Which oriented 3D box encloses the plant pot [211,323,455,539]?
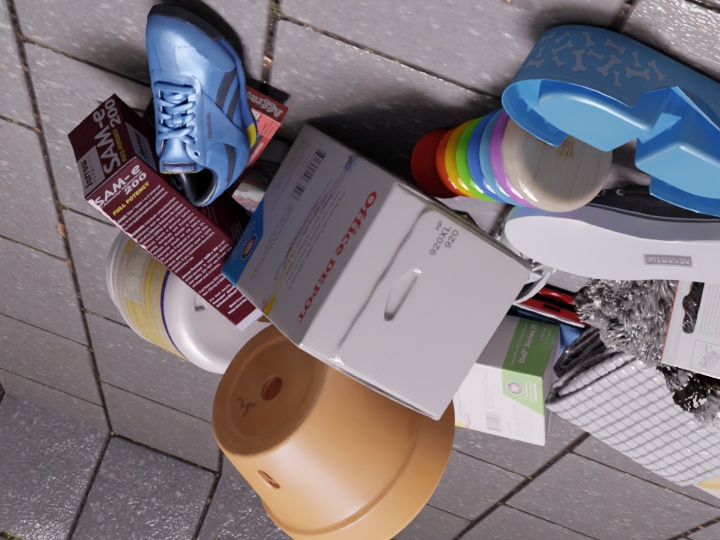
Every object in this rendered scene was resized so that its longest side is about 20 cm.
[{"bbox_3d":[-0.035,0.133,1.611,0.200,0.201,0.140,4,154,46],"label":"plant pot"}]

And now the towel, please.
[{"bbox_3d":[0.283,0.098,1.612,0.165,0.086,0.200,33,144,-14],"label":"towel"}]

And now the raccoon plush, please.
[{"bbox_3d":[0.246,0.025,1.406,0.200,0.097,0.134,40,169,14],"label":"raccoon plush"}]

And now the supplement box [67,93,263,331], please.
[{"bbox_3d":[-0.153,-0.048,1.545,0.200,0.061,0.109,42,-166,-36],"label":"supplement box"}]

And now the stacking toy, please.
[{"bbox_3d":[0.097,-0.085,1.334,0.085,0.086,0.200,28,170,-24],"label":"stacking toy"}]

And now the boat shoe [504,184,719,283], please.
[{"bbox_3d":[0.206,-0.032,1.328,0.199,0.057,0.069,7,145,13],"label":"boat shoe"}]

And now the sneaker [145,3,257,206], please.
[{"bbox_3d":[-0.130,-0.122,1.412,0.066,0.079,0.200,18,153,19],"label":"sneaker"}]

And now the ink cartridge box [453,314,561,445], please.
[{"bbox_3d":[0.087,0.089,1.736,0.199,0.067,0.117,12,144,16],"label":"ink cartridge box"}]

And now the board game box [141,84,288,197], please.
[{"bbox_3d":[-0.133,-0.118,1.541,0.103,0.020,0.200,29,157,-7],"label":"board game box"}]

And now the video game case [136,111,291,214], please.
[{"bbox_3d":[-0.121,-0.087,1.680,0.199,0.023,0.182,12,162,27],"label":"video game case"}]

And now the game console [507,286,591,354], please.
[{"bbox_3d":[0.208,0.064,1.752,0.199,0.031,0.177,19,164,8],"label":"game console"}]

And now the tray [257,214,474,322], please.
[{"bbox_3d":[0.000,0.000,1.619,0.199,0.099,0.037,3,161,25],"label":"tray"}]

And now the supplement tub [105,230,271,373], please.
[{"bbox_3d":[-0.159,0.014,1.805,0.145,0.146,0.200,30,174,-30],"label":"supplement tub"}]

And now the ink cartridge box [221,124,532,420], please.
[{"bbox_3d":[0.009,-0.002,1.453,0.144,0.148,0.200,29,-175,-27],"label":"ink cartridge box"}]

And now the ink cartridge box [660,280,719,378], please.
[{"bbox_3d":[0.335,0.042,1.364,0.199,0.109,0.050,16,-165,19],"label":"ink cartridge box"}]

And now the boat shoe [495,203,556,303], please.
[{"bbox_3d":[0.137,-0.021,1.485,0.072,0.069,0.200,22,164,-4],"label":"boat shoe"}]

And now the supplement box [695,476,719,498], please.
[{"bbox_3d":[0.381,0.184,1.844,0.200,0.074,0.126,28,163,-29],"label":"supplement box"}]

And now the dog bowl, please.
[{"bbox_3d":[0.191,-0.098,1.198,0.199,0.050,0.111,25,164,-13],"label":"dog bowl"}]
